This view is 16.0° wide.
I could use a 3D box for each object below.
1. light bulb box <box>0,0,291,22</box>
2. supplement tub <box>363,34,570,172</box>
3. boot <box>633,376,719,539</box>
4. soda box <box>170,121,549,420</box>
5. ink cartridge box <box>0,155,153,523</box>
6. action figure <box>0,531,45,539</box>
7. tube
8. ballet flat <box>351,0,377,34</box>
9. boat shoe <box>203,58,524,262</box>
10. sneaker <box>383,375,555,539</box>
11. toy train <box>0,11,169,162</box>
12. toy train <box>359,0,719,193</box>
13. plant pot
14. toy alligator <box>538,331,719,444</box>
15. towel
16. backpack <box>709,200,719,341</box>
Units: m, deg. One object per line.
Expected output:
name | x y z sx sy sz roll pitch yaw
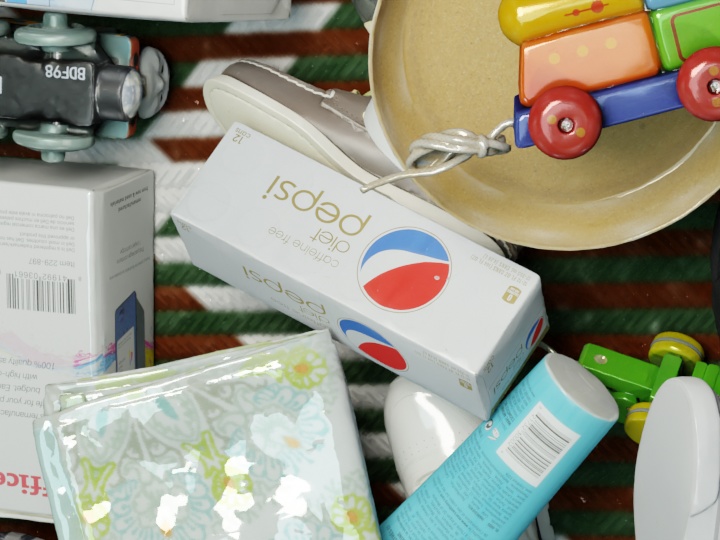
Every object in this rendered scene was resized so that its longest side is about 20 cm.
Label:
light bulb box | -0.144 -0.238 1.376 0.199 0.125 0.199 7 98 25
supplement tub | 0.101 -0.134 1.326 0.140 0.140 0.200 33 111 9
boot | 0.201 0.150 1.358 0.095 0.074 0.201 -4 106 -18
soda box | 0.000 0.000 1.378 0.200 0.064 0.068 27 71 22
ink cartridge box | -0.201 0.038 1.506 0.145 0.087 0.201 5 103 19
action figure | -0.159 0.183 1.492 0.193 0.200 0.105 -10 70 18
tube | 0.058 0.132 1.388 0.200 0.050 0.078 -50 59 21
ballet flat | 0.003 -0.209 1.388 0.066 0.057 0.201 -10 99 21
boat shoe | 0.006 -0.063 1.421 0.200 0.060 0.072 32 156 13
sneaker | 0.066 0.150 1.441 0.076 0.080 0.201 -25 92 25
toy train | -0.207 -0.112 1.457 0.199 0.114 0.086 5 103 17
toy train | 0.081 -0.113 1.190 0.199 0.085 0.116 -14 103 6
plant pot | 0.103 -0.107 1.247 0.199 0.028 0.201 0 115 1
toy alligator | 0.159 0.070 1.405 0.199 0.059 0.054 15 148 16
towel | -0.075 0.143 1.377 0.170 0.048 0.201 -13 90 -1
backpack | 0.261 -0.026 1.275 0.146 0.183 0.201 13 116 -5
